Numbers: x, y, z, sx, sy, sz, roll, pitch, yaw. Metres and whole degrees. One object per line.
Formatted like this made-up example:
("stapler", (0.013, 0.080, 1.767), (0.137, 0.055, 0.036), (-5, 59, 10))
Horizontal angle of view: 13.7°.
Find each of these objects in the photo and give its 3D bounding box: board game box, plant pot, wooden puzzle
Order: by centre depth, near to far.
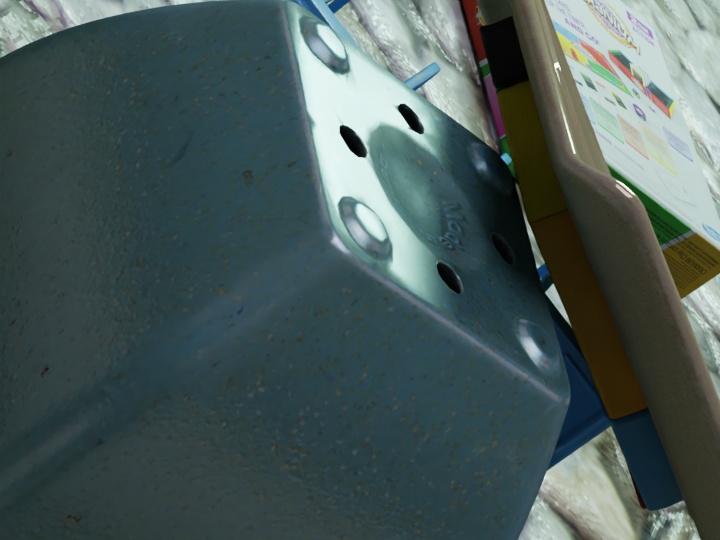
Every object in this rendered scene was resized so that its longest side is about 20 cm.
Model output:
("plant pot", (-0.048, 0.031, 0.958), (0.196, 0.200, 0.197), (35, 30, -37))
("wooden puzzle", (0.082, -0.005, 1.042), (0.200, 0.037, 0.185), (-108, 175, -57))
("board game box", (0.126, -0.097, 1.657), (0.153, 0.040, 0.200), (35, 29, -36))

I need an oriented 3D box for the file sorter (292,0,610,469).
("file sorter", (0.000, 0.000, 1.174), (0.200, 0.139, 0.123), (53, 19, -1))
